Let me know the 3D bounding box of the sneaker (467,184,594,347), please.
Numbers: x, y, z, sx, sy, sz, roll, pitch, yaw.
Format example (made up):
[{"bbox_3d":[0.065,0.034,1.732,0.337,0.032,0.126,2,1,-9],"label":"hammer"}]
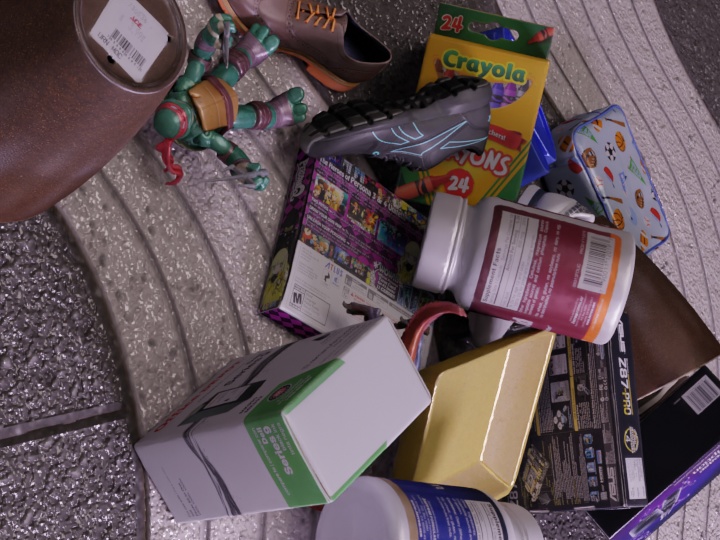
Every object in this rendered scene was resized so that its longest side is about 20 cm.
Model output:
[{"bbox_3d":[0.181,0.001,1.355,0.201,0.080,0.077,-62,162,-16],"label":"sneaker"}]

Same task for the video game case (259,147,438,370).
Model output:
[{"bbox_3d":[0.000,0.000,1.229,0.199,0.036,0.183,32,58,-37],"label":"video game case"}]

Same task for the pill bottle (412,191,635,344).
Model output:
[{"bbox_3d":[0.157,-0.006,1.222,0.198,0.114,0.115,15,62,2],"label":"pill bottle"}]

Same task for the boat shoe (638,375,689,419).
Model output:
[{"bbox_3d":[0.350,0.173,1.527,0.200,0.071,0.060,-28,97,-52],"label":"boat shoe"}]

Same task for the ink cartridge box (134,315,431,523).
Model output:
[{"bbox_3d":[-0.066,0.123,1.012,0.146,0.199,0.085,-40,106,-44],"label":"ink cartridge box"}]

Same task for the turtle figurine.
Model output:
[{"bbox_3d":[-0.122,-0.148,1.096,0.200,0.100,0.151,-43,126,-59],"label":"turtle figurine"}]

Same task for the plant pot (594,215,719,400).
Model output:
[{"bbox_3d":[0.283,0.047,1.431,0.186,0.187,0.201,-17,77,-47],"label":"plant pot"}]

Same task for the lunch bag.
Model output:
[{"bbox_3d":[0.304,-0.096,1.545,0.160,0.075,0.202,-30,101,-48],"label":"lunch bag"}]

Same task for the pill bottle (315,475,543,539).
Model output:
[{"bbox_3d":[0.067,0.249,1.120,0.199,0.115,0.117,15,69,-40],"label":"pill bottle"}]

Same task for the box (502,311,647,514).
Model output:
[{"bbox_3d":[0.216,0.154,1.324,0.049,0.160,0.202,8,73,-45],"label":"box"}]

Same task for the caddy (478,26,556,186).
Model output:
[{"bbox_3d":[0.135,-0.170,1.369,0.201,0.104,0.141,67,20,-9],"label":"caddy"}]

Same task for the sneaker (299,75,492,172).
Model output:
[{"bbox_3d":[0.039,-0.128,1.199,0.198,0.075,0.080,-15,117,-15],"label":"sneaker"}]

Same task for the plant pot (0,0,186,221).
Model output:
[{"bbox_3d":[-0.223,-0.146,0.911,0.186,0.199,0.189,13,72,-44],"label":"plant pot"}]

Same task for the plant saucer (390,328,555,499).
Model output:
[{"bbox_3d":[0.099,0.155,1.234,0.199,0.048,0.202,-16,126,-48],"label":"plant saucer"}]

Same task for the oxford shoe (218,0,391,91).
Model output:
[{"bbox_3d":[-0.053,-0.244,1.210,0.199,0.073,0.072,24,64,-40],"label":"oxford shoe"}]

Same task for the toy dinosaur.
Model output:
[{"bbox_3d":[-0.003,0.122,1.117,0.104,0.200,0.183,19,71,-12],"label":"toy dinosaur"}]

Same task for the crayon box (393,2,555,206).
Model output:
[{"bbox_3d":[0.115,-0.160,1.270,0.051,0.126,0.202,-59,161,-77],"label":"crayon box"}]

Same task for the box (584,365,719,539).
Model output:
[{"bbox_3d":[0.337,0.211,1.382,0.079,0.200,0.141,50,5,25],"label":"box"}]
